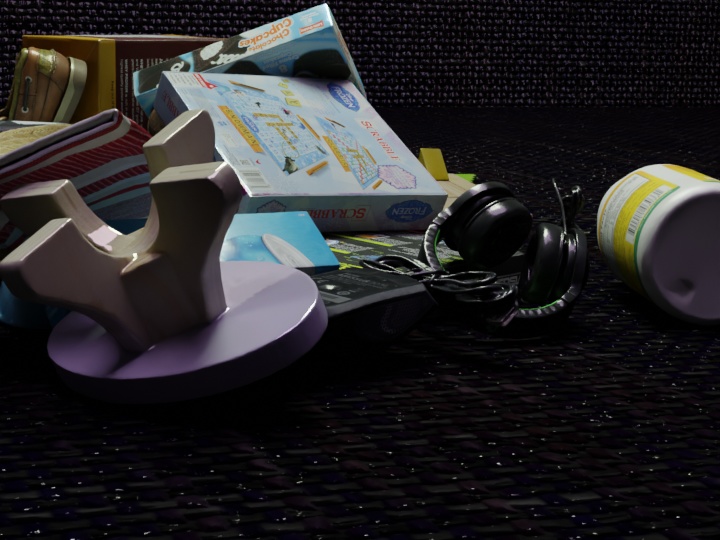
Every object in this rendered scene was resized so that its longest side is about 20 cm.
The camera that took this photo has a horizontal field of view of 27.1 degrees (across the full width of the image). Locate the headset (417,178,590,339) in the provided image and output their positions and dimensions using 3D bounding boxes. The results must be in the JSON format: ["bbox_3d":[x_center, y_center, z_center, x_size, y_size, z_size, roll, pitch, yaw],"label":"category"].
[{"bbox_3d":[0.122,-0.009,1.158,0.123,0.094,0.200,32,44,17],"label":"headset"}]

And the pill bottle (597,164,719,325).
[{"bbox_3d":[0.259,-0.028,1.229,0.113,0.113,0.200,1,10,-6],"label":"pill bottle"}]

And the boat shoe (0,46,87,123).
[{"bbox_3d":[-0.335,-0.130,1.454,0.068,0.200,0.072,16,25,-27],"label":"boat shoe"}]

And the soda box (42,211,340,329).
[{"bbox_3d":[-0.120,0.005,1.060,0.200,0.064,0.068,-5,41,-28],"label":"soda box"}]

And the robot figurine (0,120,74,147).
[{"bbox_3d":[-0.294,-0.077,1.373,0.200,0.151,0.125,2,23,3],"label":"robot figurine"}]

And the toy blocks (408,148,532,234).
[{"bbox_3d":[0.066,-0.048,1.411,0.200,0.100,0.137,-2,22,-35],"label":"toy blocks"}]

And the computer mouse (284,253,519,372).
[{"bbox_3d":[-0.003,0.034,1.001,0.200,0.053,0.138,-10,17,-38],"label":"computer mouse"}]

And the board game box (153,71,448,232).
[{"bbox_3d":[-0.055,-0.106,1.321,0.199,0.041,0.200,-2,38,-32],"label":"board game box"}]

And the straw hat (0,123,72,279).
[{"bbox_3d":[-0.279,-0.035,1.230,0.201,0.085,0.201,-10,34,7],"label":"straw hat"}]

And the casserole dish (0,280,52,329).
[{"bbox_3d":[-0.187,0.013,1.142,0.200,0.039,0.121,-1,11,-19],"label":"casserole dish"}]

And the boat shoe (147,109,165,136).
[{"bbox_3d":[-0.110,-0.114,1.435,0.200,0.072,0.076,14,-8,-15],"label":"boat shoe"}]

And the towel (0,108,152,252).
[{"bbox_3d":[-0.196,-0.052,1.015,0.144,0.023,0.200,-24,-11,4],"label":"towel"}]

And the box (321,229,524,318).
[{"bbox_3d":[0.000,0.000,1.225,0.200,0.048,0.193,12,16,40],"label":"box"}]

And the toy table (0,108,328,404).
[{"bbox_3d":[-0.124,-0.005,0.893,0.200,0.117,0.184,-9,28,27],"label":"toy table"}]

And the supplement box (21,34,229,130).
[{"bbox_3d":[-0.230,-0.145,1.555,0.133,0.198,0.200,11,15,43],"label":"supplement box"}]

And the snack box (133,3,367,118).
[{"bbox_3d":[-0.105,-0.175,1.443,0.200,0.116,0.037,-19,52,7],"label":"snack box"}]
